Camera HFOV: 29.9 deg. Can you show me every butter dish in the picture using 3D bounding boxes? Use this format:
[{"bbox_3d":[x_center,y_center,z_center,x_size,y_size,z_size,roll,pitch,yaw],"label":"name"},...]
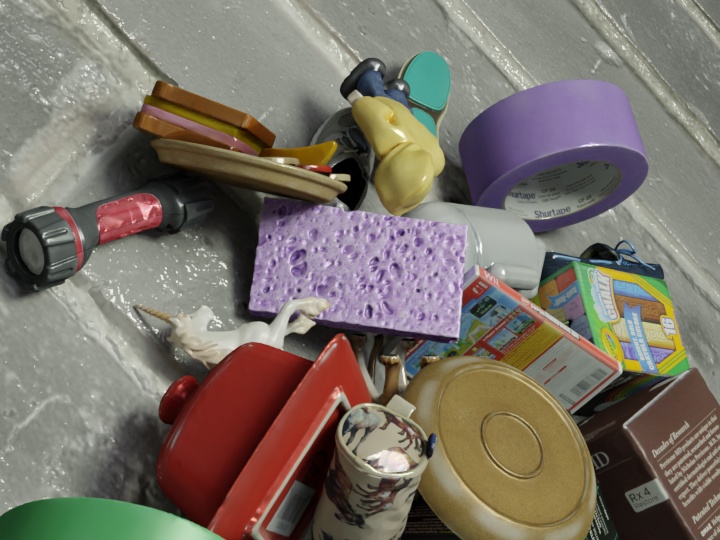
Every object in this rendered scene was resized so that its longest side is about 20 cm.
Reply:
[{"bbox_3d":[-0.097,0.136,1.087,0.147,0.200,0.200,28,74,18],"label":"butter dish"}]

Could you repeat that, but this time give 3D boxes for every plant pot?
[{"bbox_3d":[0.123,0.152,1.142,0.199,0.028,0.201,19,46,-21],"label":"plant pot"}]

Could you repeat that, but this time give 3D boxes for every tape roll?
[{"bbox_3d":[0.215,-0.124,1.509,0.199,0.200,0.086,7,59,-39],"label":"tape roll"},{"bbox_3d":[-0.167,0.228,0.937,0.200,0.200,0.048,31,48,-24],"label":"tape roll"}]

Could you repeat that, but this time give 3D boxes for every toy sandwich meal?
[{"bbox_3d":[-0.104,-0.115,1.237,0.204,0.205,0.071,14,89,-36],"label":"toy sandwich meal"}]

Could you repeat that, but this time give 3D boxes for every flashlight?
[{"bbox_3d":[-0.211,-0.040,1.166,0.199,0.068,0.068,-22,79,-46],"label":"flashlight"}]

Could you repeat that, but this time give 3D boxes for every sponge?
[{"bbox_3d":[0.000,0.000,1.266,0.198,0.030,0.112,8,75,0],"label":"sponge"}]

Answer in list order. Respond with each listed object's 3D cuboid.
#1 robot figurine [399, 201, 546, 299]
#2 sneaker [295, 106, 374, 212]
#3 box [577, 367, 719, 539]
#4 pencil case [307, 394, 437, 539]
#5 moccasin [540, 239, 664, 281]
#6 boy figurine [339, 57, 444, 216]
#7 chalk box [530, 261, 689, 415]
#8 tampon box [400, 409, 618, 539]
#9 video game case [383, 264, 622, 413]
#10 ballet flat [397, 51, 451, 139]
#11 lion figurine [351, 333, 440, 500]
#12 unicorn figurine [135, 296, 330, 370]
[{"bbox_3d":[0.104,-0.010,1.379,0.199,0.169,0.114,4,96,-42],"label":"robot figurine"},{"bbox_3d":[-0.011,-0.100,1.374,0.075,0.082,0.201,35,44,-21],"label":"sneaker"},{"bbox_3d":[0.300,0.240,1.379,0.164,0.166,0.201,-27,84,-47],"label":"box"},{"bbox_3d":[0.002,0.199,1.086,0.078,0.201,0.089,32,40,23],"label":"pencil case"},{"bbox_3d":[0.288,-0.002,1.584,0.199,0.080,0.069,-4,79,-45],"label":"moccasin"},{"bbox_3d":[0.038,-0.126,1.333,0.124,0.064,0.201,34,26,-36],"label":"boy figurine"},{"bbox_3d":[0.239,0.075,1.460,0.199,0.125,0.125,12,57,-38],"label":"chalk box"},{"bbox_3d":[0.121,0.241,1.218,0.200,0.126,0.151,-42,116,-48],"label":"tampon box"},{"bbox_3d":[0.142,0.091,1.350,0.199,0.143,0.018,33,31,-23],"label":"video game case"},{"bbox_3d":[0.056,-0.166,1.494,0.069,0.069,0.201,35,40,-20],"label":"ballet flat"},{"bbox_3d":[0.032,0.130,1.240,0.072,0.200,0.124,0,98,-6],"label":"lion figurine"},{"bbox_3d":[-0.084,0.081,1.192,0.137,0.074,0.201,-31,95,-30],"label":"unicorn figurine"}]
